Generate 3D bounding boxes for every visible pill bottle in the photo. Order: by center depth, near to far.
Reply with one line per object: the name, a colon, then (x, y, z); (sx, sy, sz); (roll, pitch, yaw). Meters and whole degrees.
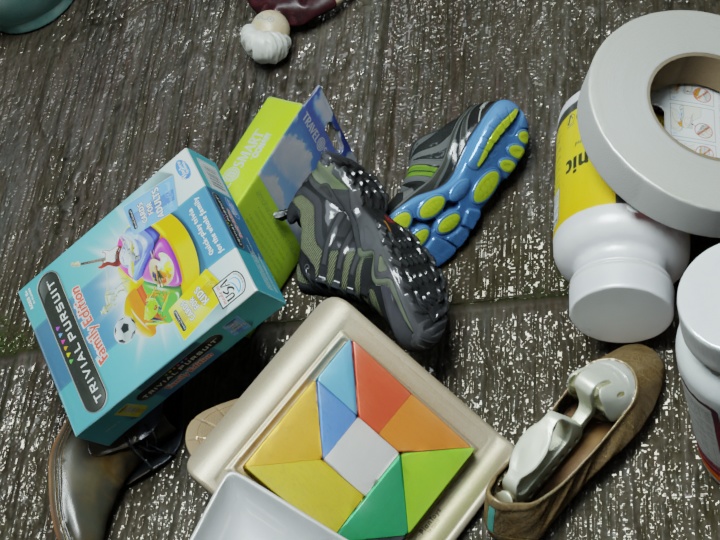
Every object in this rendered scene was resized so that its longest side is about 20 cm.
pill bottle: (0.279, 0.071, 1.031); (0.109, 0.201, 0.110); (-10, 52, 13)
pill bottle: (0.212, -0.047, 1.202); (0.110, 0.112, 0.201); (-6, 54, 17)

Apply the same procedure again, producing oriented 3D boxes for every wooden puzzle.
wooden puzzle: (-0.005, 0.145, 1.141); (0.200, 0.037, 0.185); (39, 73, 5)

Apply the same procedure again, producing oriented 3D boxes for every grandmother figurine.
grandmother figurine: (-0.068, -0.292, 1.525); (0.120, 0.061, 0.201); (4, 54, 34)

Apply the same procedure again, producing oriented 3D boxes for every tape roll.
tape roll: (0.269, -0.117, 1.151); (0.201, 0.037, 0.204); (5, 56, -7)

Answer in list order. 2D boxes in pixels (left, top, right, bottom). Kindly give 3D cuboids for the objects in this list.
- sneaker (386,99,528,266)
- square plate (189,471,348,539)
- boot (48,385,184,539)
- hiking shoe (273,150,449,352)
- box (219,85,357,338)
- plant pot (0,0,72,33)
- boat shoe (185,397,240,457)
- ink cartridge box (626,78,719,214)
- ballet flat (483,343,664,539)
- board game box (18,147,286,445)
sneaker: (0.069, -0.072, 1.314); (0.200, 0.071, 0.083); (-50, 30, -13)
square plate: (-0.059, 0.280, 1.067); (0.199, 0.028, 0.199); (30, 70, 0)
boot: (-0.201, 0.151, 1.240); (0.096, 0.075, 0.201); (-15, 50, 14)
hiking shoe: (0.000, 0.000, 1.233); (0.101, 0.075, 0.201); (-46, 55, 25)
box: (-0.083, -0.056, 1.315); (0.047, 0.122, 0.201); (17, 63, 31)
plant pot: (-0.392, -0.351, 1.642); (0.198, 0.135, 0.202); (-10, 53, 13)
boat shoe: (-0.043, 0.130, 1.201); (0.198, 0.065, 0.072); (-14, 54, -13)
ink cartridge box: (0.304, -0.081, 1.185); (0.198, 0.050, 0.163); (8, 56, -1)
ballet flat: (0.161, 0.120, 1.124); (0.200, 0.073, 0.068); (-45, 52, -14)
board game box: (-0.175, 0.022, 1.209); (0.200, 0.047, 0.152); (-38, 60, 15)
